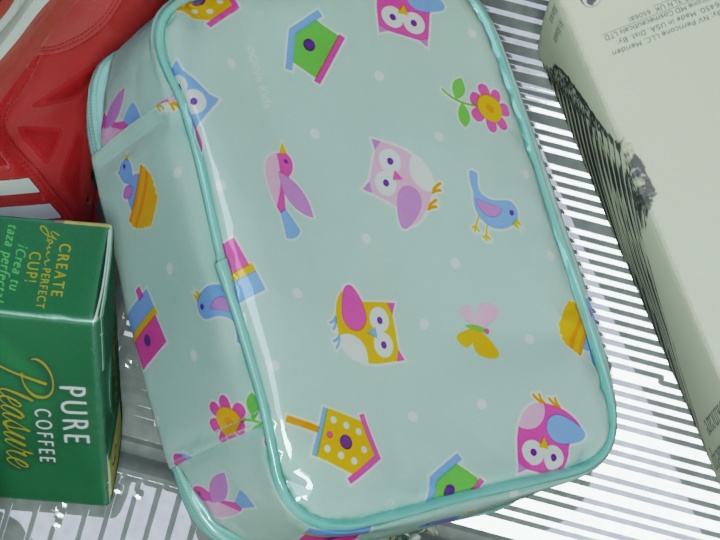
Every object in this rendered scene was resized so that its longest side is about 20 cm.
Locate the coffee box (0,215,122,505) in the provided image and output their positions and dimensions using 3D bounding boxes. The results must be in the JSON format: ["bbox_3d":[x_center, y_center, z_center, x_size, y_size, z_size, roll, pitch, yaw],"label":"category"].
[{"bbox_3d":[-0.182,0.026,0.991,0.199,0.123,0.044,4,54,2],"label":"coffee box"}]

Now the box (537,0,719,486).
[{"bbox_3d":[0.131,-0.013,1.022,0.068,0.082,0.200,-20,77,-5],"label":"box"}]

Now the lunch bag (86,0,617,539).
[{"bbox_3d":[0.000,0.000,0.998,0.160,0.077,0.200,-9,78,-36],"label":"lunch bag"}]

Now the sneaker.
[{"bbox_3d":[-0.108,-0.077,1.049,0.078,0.116,0.200,21,46,36],"label":"sneaker"}]
